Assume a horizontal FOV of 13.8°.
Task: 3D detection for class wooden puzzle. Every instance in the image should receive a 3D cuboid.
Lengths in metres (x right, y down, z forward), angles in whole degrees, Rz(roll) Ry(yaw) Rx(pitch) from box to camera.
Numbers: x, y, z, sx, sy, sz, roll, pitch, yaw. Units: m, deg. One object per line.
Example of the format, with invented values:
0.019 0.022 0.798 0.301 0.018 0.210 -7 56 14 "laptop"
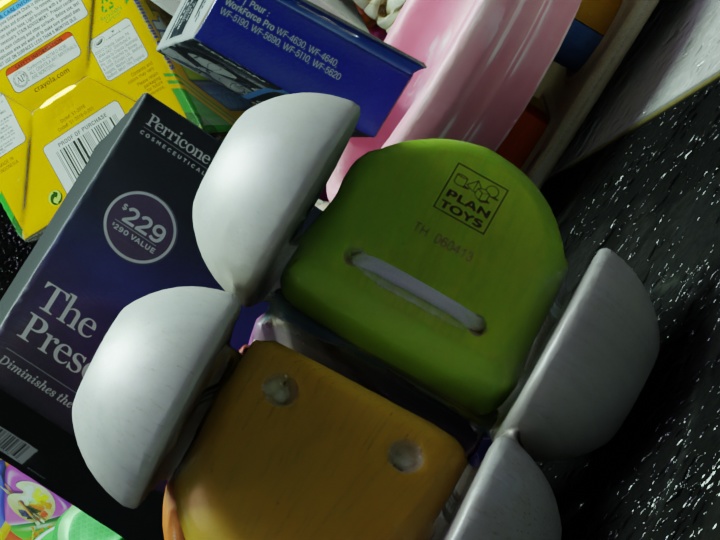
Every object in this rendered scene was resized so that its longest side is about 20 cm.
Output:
0.089 -0.103 1.480 0.200 0.046 0.185 -53 10 13 "wooden puzzle"

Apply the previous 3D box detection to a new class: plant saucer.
0.053 -0.108 1.411 0.201 0.051 0.201 -58 11 18 "plant saucer"

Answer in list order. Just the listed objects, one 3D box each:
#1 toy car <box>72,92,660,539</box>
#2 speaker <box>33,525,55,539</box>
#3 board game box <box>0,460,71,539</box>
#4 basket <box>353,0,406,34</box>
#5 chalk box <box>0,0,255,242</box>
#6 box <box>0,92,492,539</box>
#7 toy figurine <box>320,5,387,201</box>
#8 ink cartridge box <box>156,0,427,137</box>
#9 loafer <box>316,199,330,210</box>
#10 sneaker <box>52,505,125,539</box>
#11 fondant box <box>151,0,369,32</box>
-0.001 0.049 1.088 0.200 0.175 0.150 -61 -3 -24 "toy car"
-0.175 0.194 1.671 0.089 0.088 0.200 -60 11 -23 "speaker"
-0.223 0.162 1.804 0.200 0.151 0.047 -56 10 -1 "board game box"
0.066 -0.247 1.590 0.198 0.161 0.200 -49 -6 35 "basket"
-0.130 -0.100 1.659 0.124 0.124 0.200 -30 -5 15 "chalk box"
-0.047 0.047 1.197 0.141 0.200 0.079 -61 10 -26 "box"
-0.026 -0.124 1.808 0.200 0.150 0.184 49 120 45 "toy figurine"
-0.037 -0.100 1.408 0.039 0.099 0.200 -62 9 -4 "ink cartridge box"
0.000 0.000 1.472 0.200 0.063 0.072 -102 16 -78 "loafer"
-0.083 0.136 1.272 0.074 0.084 0.200 -40 32 -9 "sneaker"
-0.083 -0.187 1.619 0.058 0.144 0.200 -48 29 14 "fondant box"
